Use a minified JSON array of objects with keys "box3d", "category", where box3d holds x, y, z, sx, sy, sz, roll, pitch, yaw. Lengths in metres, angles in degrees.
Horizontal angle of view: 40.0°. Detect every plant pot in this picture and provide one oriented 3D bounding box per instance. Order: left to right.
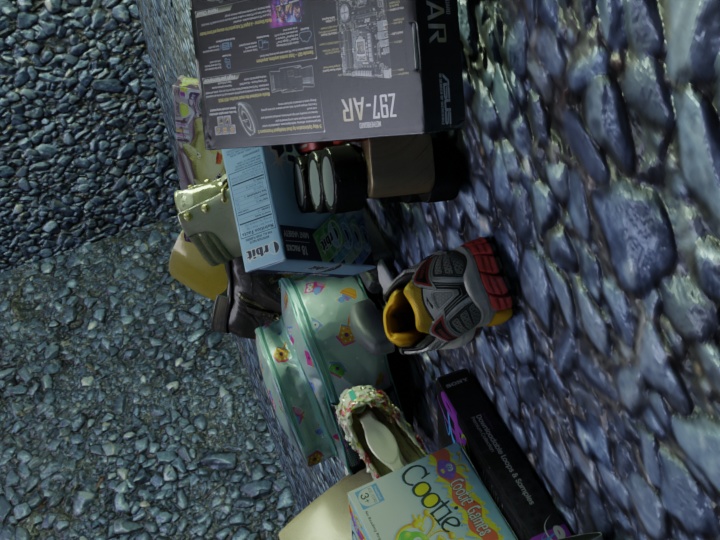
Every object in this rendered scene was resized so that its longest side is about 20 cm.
[{"box3d":[-0.136,-0.023,1.321,0.142,0.200,0.201,40,160,10],"category":"plant pot"},{"box3d":[0.004,0.388,1.250,0.200,0.174,0.203,-125,22,-53],"category":"plant pot"}]

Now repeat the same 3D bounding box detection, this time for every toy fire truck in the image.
[{"box3d":[-0.016,-0.147,0.745,0.176,0.126,0.204,-166,69,-76],"category":"toy fire truck"}]

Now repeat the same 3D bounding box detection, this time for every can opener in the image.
[{"box3d":[0.000,0.000,0.967,0.054,0.066,0.201,84,163,-45],"category":"can opener"}]

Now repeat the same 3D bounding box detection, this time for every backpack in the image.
[{"box3d":[-0.031,0.095,1.057,0.176,0.150,0.203,-119,19,-60],"category":"backpack"}]

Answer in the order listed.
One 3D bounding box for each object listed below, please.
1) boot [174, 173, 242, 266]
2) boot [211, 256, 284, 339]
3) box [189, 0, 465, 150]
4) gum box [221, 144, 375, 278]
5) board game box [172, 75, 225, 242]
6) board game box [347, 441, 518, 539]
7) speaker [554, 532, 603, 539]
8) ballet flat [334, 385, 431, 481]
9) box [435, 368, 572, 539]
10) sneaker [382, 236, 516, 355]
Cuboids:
[{"box3d":[-0.122,-0.097,1.013,0.073,0.152,0.202,-89,-16,-52],"category":"boot"},{"box3d":[-0.083,0.025,1.204,0.069,0.171,0.203,-58,-15,-63],"category":"boot"},{"box3d":[-0.030,-0.163,0.625,0.198,0.043,0.164,2,101,42],"category":"box"},{"box3d":[-0.060,-0.098,0.881,0.169,0.044,0.204,5,-108,-64],"category":"gum box"},{"box3d":[-0.141,-0.108,1.084,0.033,0.118,0.203,-74,-10,-51],"category":"board game box"},{"box3d":[0.057,0.255,0.823,0.202,0.101,0.105,88,156,-48],"category":"board game box"},{"box3d":[0.146,0.278,0.641,0.081,0.080,0.204,117,140,-73],"category":"speaker"},{"box3d":[0.043,0.197,0.943,0.201,0.075,0.064,50,178,2],"category":"ballet flat"},{"box3d":[0.117,0.199,0.815,0.145,0.036,0.201,85,161,-44],"category":"box"},{"box3d":[0.048,0.025,0.756,0.200,0.081,0.079,122,128,-75],"category":"sneaker"}]
